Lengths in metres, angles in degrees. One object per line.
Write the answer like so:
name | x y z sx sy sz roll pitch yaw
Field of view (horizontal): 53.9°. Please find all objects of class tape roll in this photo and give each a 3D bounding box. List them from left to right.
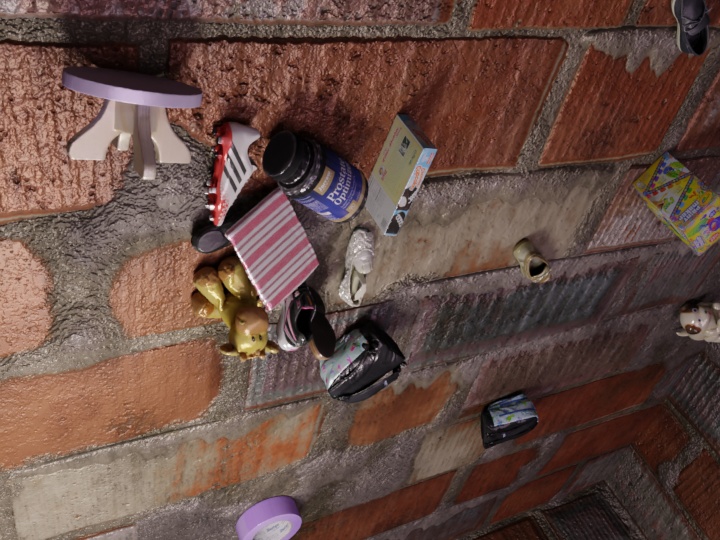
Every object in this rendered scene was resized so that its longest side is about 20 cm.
tape roll | -0.283 0.785 2.188 0.196 0.066 0.203 -19 140 -16

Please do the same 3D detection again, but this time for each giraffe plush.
giraffe plush | -0.240 0.095 1.418 0.169 0.164 0.203 -20 140 -15

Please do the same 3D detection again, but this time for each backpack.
backpack | -0.006 0.231 1.754 0.199 0.128 0.166 -41 129 11
backpack | 0.503 0.504 2.395 0.194 0.156 0.165 -7 137 3

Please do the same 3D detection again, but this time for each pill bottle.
pill bottle | -0.082 -0.171 1.291 0.112 0.113 0.198 -45 140 16

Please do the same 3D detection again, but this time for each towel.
towel | -0.167 -0.040 1.354 0.146 0.030 0.203 -43 130 -25

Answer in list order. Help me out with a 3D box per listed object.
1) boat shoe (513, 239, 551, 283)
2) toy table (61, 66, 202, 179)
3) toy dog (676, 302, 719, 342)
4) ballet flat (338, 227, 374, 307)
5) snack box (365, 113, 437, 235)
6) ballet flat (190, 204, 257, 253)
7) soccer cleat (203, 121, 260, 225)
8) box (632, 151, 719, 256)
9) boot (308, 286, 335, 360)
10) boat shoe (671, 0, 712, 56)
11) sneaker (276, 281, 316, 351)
boat shoe | 0.464 -0.010 1.877 0.073 0.064 0.201 -37 141 6
toy table | -0.334 -0.219 1.035 0.195 0.184 0.120 3 114 -25
toy dog | 1.227 0.178 2.569 0.191 0.144 0.198 -12 158 38
ballet flat | 0.000 0.000 1.566 0.070 0.072 0.203 -10 135 -25
snack box | 0.071 -0.185 1.380 0.036 0.117 0.203 -1 132 -33
ballet flat | -0.229 -0.087 1.341 0.196 0.057 0.068 -21 118 -24
soccer cleat | -0.224 -0.164 1.239 0.083 0.069 0.204 -3 128 -26
box | 0.852 -0.173 1.872 0.122 0.194 0.199 -44 141 15
boot | -0.106 0.128 1.518 0.075 0.202 0.073 -43 127 18
boat shoe | 0.705 -0.536 1.498 0.074 0.063 0.201 -33 140 4
sneaker | -0.124 0.059 1.449 0.079 0.206 0.085 -3 175 -41
